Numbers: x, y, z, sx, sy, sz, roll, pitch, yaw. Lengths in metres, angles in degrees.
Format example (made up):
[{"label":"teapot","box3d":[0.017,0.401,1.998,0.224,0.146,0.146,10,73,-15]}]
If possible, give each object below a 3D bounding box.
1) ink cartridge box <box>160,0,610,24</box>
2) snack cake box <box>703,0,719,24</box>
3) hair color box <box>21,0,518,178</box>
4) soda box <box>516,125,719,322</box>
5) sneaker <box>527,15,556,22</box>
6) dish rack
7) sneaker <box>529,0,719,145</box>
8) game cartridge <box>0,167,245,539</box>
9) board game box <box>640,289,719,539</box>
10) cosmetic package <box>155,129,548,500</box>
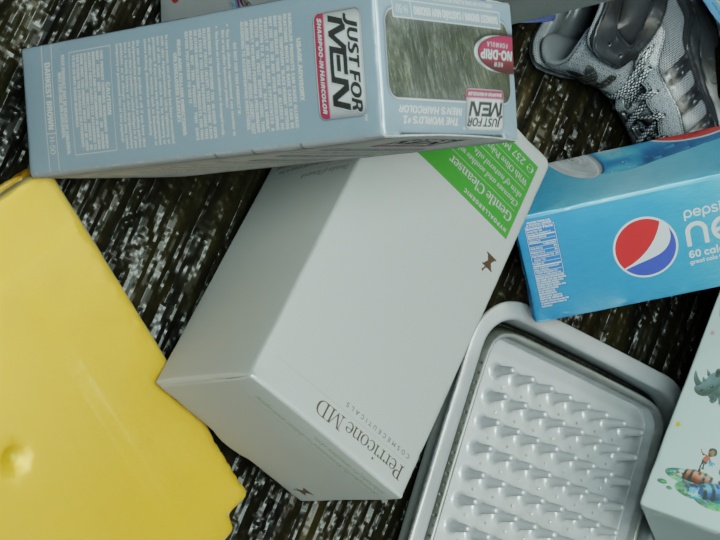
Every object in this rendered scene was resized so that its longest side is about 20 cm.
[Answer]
[{"label":"ink cartridge box","box3d":[0.011,-0.188,0.742,0.145,0.199,0.148,-2,90,-34]},{"label":"snack cake box","box3d":[0.266,-0.184,0.942,0.115,0.067,0.201,47,40,-21]},{"label":"hair color box","box3d":[-0.042,-0.076,0.693,0.099,0.199,0.061,-5,92,-53]},{"label":"soda box","box3d":[0.180,-0.033,0.848,0.198,0.068,0.065,-11,114,8]},{"label":"sneaker","box3d":[0.076,-0.229,0.835,0.080,0.115,0.202,-13,96,-31]},{"label":"dish rack","box3d":[0.093,0.133,0.883,0.171,0.043,0.202,25,76,-29]},{"label":"sneaker","box3d":[0.156,-0.096,0.913,0.113,0.075,0.202,-4,85,-32]},{"label":"game cartridge","box3d":[-0.161,0.084,0.728,0.176,0.032,0.201,-39,112,-28]},{"label":"board game box","box3d":[0.230,0.076,0.917,0.201,0.064,0.148,-67,154,-19]},{"label":"cosmetic package","box3d":[0.000,0.000,0.787,0.107,0.084,0.201,40,60,-29]}]
